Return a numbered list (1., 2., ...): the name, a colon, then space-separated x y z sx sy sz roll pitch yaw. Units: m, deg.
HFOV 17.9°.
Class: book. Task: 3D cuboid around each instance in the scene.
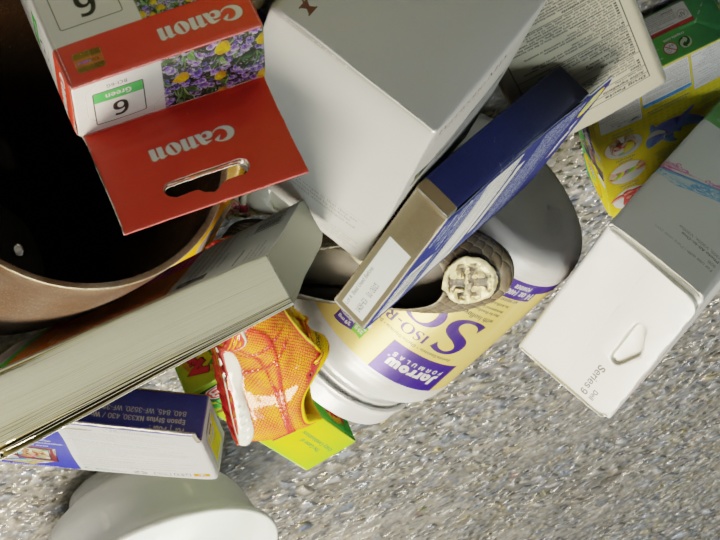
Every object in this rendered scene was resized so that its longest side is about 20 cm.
1. book: -0.123 0.027 1.330 0.199 0.048 0.134 -26 -169 14

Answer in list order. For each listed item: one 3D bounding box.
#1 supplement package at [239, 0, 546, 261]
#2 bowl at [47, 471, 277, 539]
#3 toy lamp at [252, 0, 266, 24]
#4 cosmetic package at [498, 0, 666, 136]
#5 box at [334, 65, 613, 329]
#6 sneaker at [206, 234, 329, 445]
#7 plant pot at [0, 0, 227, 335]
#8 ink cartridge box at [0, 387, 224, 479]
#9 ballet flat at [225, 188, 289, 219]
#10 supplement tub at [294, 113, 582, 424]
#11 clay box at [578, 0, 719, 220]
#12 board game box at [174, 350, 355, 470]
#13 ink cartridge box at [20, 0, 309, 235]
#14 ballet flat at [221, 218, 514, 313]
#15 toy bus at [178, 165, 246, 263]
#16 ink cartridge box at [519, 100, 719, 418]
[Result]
1. supplement package: 0.009 -0.113 1.325 0.117 0.117 0.200 -50 176 -23
2. bowl: -0.174 0.211 1.826 0.200 0.091 0.201 -20 150 -12
3. toy lamp: -0.057 -0.175 1.315 0.058 0.058 0.200 -8 147 -29
4. cosmetic package: 0.113 -0.172 1.425 0.103 0.088 0.200 -28 151 4
5. box: 0.072 -0.053 1.409 0.200 0.032 0.121 -39 170 -42
6. sneaker: -0.062 0.037 1.476 0.077 0.073 0.200 -18 147 -9
7. plant pot: -0.198 -0.039 1.326 0.186 0.188 0.200 -9 162 -28
8. ink cartridge box: -0.197 0.100 1.543 0.196 0.047 0.200 6 164 2
9. ballet flat: -0.024 -0.079 1.494 0.199 0.064 0.076 -32 152 12
10. supplement tub: 0.041 0.000 1.593 0.145 0.146 0.200 9 136 -47
11. clay box: 0.215 -0.112 1.650 0.114 0.048 0.200 -26 153 -2
12. board game box: -0.079 0.067 1.651 0.047 0.102 0.200 -30 151 11
13. ink cartridge box: -0.111 -0.125 1.200 0.108 0.201 0.050 -19 152 -12
14. ballet flat: 0.000 0.000 1.489 0.199 0.046 0.068 6 118 8
15. toy bus: -0.133 -0.019 1.468 0.078 0.065 0.200 -57 178 -44
16. ink cartridge box: 0.215 -0.011 1.587 0.200 0.087 0.146 -46 171 -44
